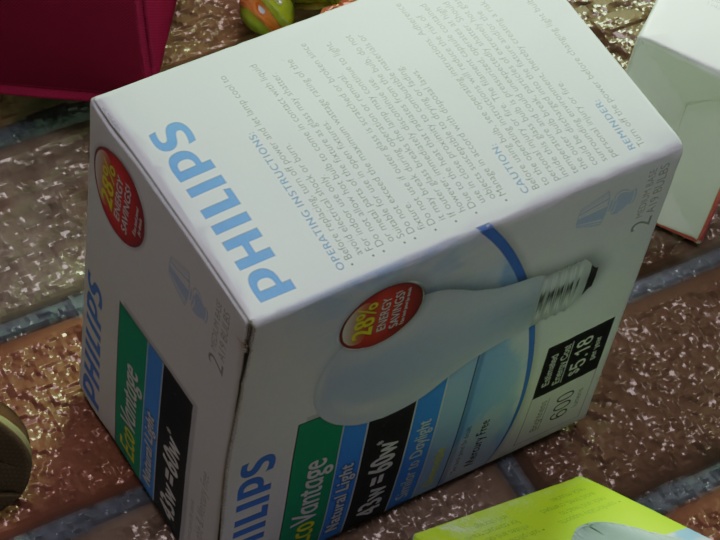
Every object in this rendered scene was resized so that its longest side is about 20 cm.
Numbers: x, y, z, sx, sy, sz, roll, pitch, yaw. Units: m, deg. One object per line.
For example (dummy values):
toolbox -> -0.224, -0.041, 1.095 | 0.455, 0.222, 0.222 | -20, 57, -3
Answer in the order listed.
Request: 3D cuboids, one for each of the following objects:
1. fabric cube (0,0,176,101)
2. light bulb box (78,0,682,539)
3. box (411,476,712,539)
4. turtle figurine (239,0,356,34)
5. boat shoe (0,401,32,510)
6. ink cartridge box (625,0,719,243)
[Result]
fabric cube -> -0.177, -0.218, 1.076 | 0.198, 0.200, 0.197 | 4, 52, 6
light bulb box -> 0.000, 0.000, 0.971 | 0.199, 0.199, 0.125 | -23, 59, -24
box -> 0.126, 0.149, 0.913 | 0.199, 0.048, 0.122 | 24, 22, 34
turtle figurine -> -0.004, -0.165, 1.166 | 0.200, 0.065, 0.161 | 32, 74, 35
boat shoe -> -0.231, 0.048, 0.970 | 0.199, 0.072, 0.068 | 14, 29, -11
ink cartridge box -> 0.181, -0.128, 1.150 | 0.067, 0.117, 0.201 | 24, 53, 7
